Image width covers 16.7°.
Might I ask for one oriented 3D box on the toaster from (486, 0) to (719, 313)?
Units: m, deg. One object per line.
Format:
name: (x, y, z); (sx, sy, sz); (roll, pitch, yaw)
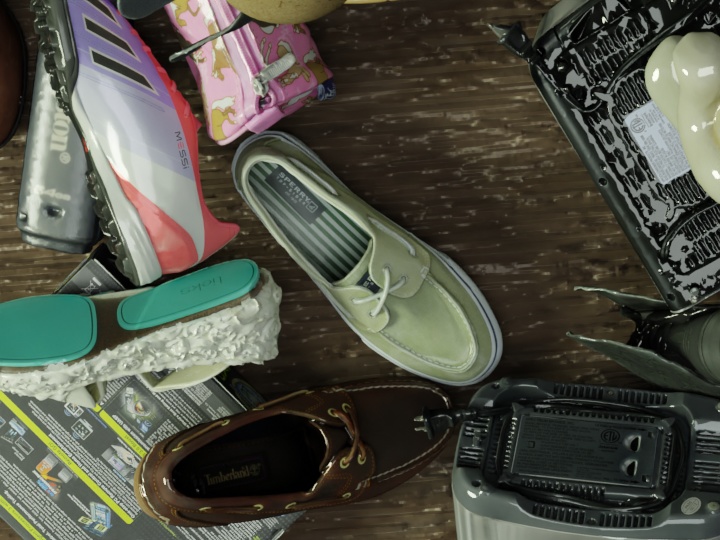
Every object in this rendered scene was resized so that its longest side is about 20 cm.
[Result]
toaster: (0.198, -0.106, 1.350); (0.180, 0.119, 0.201); (-31, 100, 11)

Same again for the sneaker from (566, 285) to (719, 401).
sneaker: (0.223, 0.052, 1.416); (0.199, 0.104, 0.061); (19, 79, -34)

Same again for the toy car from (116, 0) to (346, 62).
toy car: (-0.042, -0.192, 1.264); (0.200, 0.164, 0.158); (-43, 69, 2)

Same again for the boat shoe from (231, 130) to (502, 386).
boat shoe: (0.000, 0.000, 1.422); (0.200, 0.062, 0.072); (40, 104, -7)

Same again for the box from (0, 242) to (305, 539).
box: (-0.141, 0.109, 1.471); (0.200, 0.044, 0.160); (44, 104, -6)

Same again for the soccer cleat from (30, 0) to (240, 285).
soccer cleat: (-0.131, -0.095, 1.381); (0.073, 0.068, 0.202); (-20, 97, -12)

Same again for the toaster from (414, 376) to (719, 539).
toaster: (0.129, 0.144, 1.405); (0.198, 0.114, 0.130); (4, 131, 9)

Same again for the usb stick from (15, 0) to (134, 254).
usb stick: (-0.164, -0.110, 1.424); (0.055, 0.033, 0.202); (10, 105, 1)

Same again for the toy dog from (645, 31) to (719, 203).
toy dog: (0.225, -0.053, 1.196); (0.139, 0.200, 0.195); (-21, 101, 10)

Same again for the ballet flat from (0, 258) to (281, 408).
ballet flat: (-0.138, 0.047, 1.402); (0.198, 0.072, 0.072); (-11, 103, 7)

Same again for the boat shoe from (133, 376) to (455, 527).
boat shoe: (-0.030, 0.105, 1.408); (0.199, 0.070, 0.071); (-16, 83, -21)

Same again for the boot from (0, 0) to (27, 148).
boot: (-0.236, -0.142, 1.335); (0.068, 0.200, 0.190); (2, 104, 4)

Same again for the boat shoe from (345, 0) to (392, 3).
boat shoe: (0.061, -0.196, 1.362); (0.198, 0.071, 0.070); (-13, 103, 11)

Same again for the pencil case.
pencil case: (-0.086, -0.175, 1.369); (0.086, 0.083, 0.201); (-13, 104, 47)
